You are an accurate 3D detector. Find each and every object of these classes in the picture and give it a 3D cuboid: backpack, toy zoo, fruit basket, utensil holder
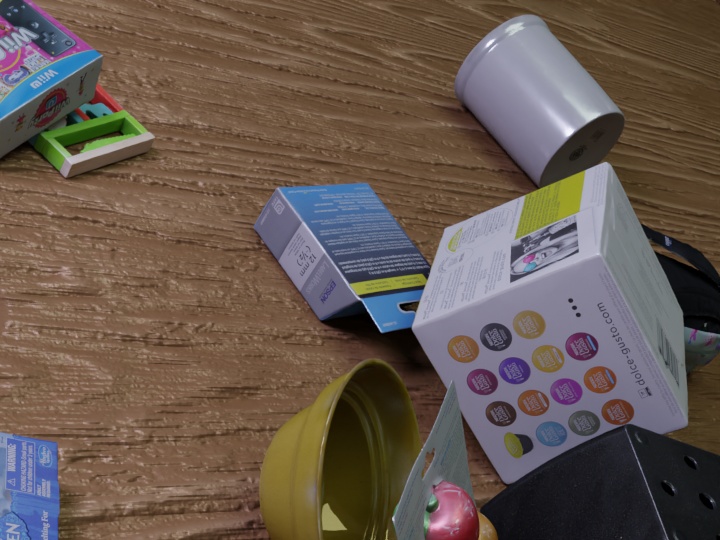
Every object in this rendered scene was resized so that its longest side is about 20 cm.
[{"bbox_3d":[0.377,0.047,1.471,0.198,0.127,0.168,15,48,-31],"label":"backpack"},{"bbox_3d":[-0.322,-0.180,1.210,0.200,0.021,0.131,43,33,12],"label":"toy zoo"},{"bbox_3d":[0.058,0.216,0.893,0.186,0.093,0.202,-57,135,-58],"label":"fruit basket"},{"bbox_3d":[0.259,-0.238,1.705,0.169,0.170,0.201,-8,54,-48],"label":"utensil holder"}]

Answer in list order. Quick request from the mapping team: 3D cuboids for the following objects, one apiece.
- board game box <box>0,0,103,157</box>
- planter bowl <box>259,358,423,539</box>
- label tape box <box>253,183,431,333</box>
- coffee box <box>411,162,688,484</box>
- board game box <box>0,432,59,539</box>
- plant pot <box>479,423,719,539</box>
[{"bbox_3d":[-0.372,-0.213,1.135,0.199,0.064,0.148,38,47,7],"label":"board game box"},{"bbox_3d":[-0.023,0.171,0.924,0.082,0.203,0.200,-4,21,24],"label":"planter bowl"},{"bbox_3d":[0.000,0.000,1.236,0.142,0.066,0.201,-7,53,-47],"label":"label tape box"},{"bbox_3d":[0.192,0.050,1.160,0.201,0.196,0.201,58,26,-20],"label":"coffee box"},{"bbox_3d":[-0.289,0.179,0.739,0.197,0.044,0.201,15,37,-27],"label":"board game box"},{"bbox_3d":[0.246,0.252,1.022,0.198,0.178,0.201,21,33,-22],"label":"plant pot"}]
